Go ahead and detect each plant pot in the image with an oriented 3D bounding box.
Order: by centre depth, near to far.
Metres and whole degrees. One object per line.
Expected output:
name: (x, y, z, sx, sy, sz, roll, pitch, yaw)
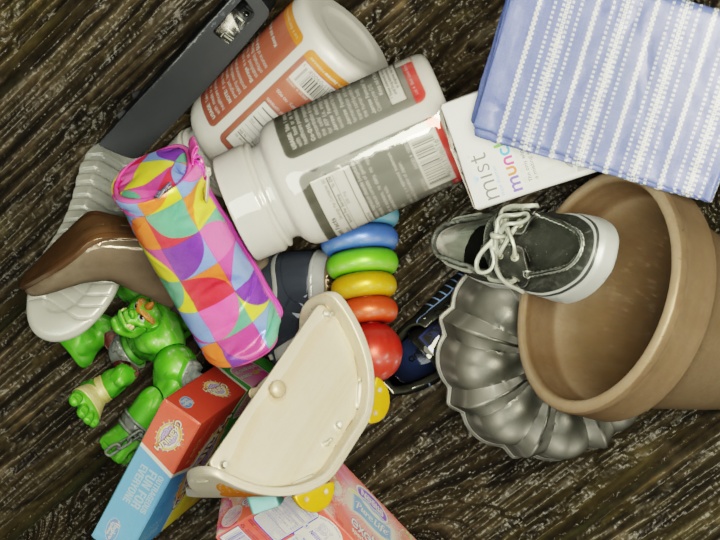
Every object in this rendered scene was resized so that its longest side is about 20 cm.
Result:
plant pot: (0.251, 0.037, 1.519, 0.174, 0.200, 0.200, 18, 112, -31)

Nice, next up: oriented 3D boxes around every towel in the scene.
towel: (0.193, -0.145, 1.433, 0.200, 0.024, 0.145, 18, 104, 11)

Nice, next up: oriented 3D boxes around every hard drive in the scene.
hard drive: (-0.146, -0.188, 1.683, 0.042, 0.135, 0.200, 41, 109, -10)

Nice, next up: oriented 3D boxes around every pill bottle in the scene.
pill bottle: (-0.015, -0.092, 1.584, 0.200, 0.114, 0.114, -24, 94, 4)
pill bottle: (-0.078, -0.144, 1.676, 0.200, 0.112, 0.112, -41, 87, 24)

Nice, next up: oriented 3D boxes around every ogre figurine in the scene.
ogre figurine: (-0.221, 0.067, 1.776, 0.120, 0.200, 0.098, -31, 135, 10)

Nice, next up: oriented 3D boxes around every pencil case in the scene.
pencil case: (-0.135, -0.013, 1.596, 0.088, 0.088, 0.200, -13, 124, 19)

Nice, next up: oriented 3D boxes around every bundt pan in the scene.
bundt pan: (0.168, 0.072, 1.625, 0.201, 0.076, 0.202, -1, 94, -7)

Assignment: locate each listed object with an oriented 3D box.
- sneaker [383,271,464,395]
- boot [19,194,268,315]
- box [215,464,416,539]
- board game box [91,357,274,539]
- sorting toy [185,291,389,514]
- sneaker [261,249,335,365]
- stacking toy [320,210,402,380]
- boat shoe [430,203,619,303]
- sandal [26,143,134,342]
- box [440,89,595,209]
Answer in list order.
sneaker: (0.094, 0.042, 1.681, 0.070, 0.078, 0.200, 45, 111, 4)
boot: (-0.188, 0.000, 1.688, 0.200, 0.070, 0.146, -35, 118, 27)
box: (-0.028, 0.252, 1.717, 0.103, 0.095, 0.200, -33, 115, 20)
board game box: (-0.157, 0.162, 1.720, 0.040, 0.200, 0.153, 32, 109, 9)
sorting toy: (-0.080, 0.139, 1.634, 0.107, 0.200, 0.180, 43, 150, -15)
sneaker: (-0.069, 0.077, 1.744, 0.108, 0.070, 0.201, 3, 101, 18)
stacking toy: (0.000, 0.000, 1.668, 0.085, 0.085, 0.201, -8, 79, 19)
boat shoe: (0.127, -0.020, 1.516, 0.068, 0.199, 0.074, 18, 88, -29)
sandal: (-0.246, -0.023, 1.762, 0.082, 0.050, 0.203, 16, 74, 15)
box: (0.182, -0.128, 1.553, 0.176, 0.200, 0.097, -17, 95, 21)
